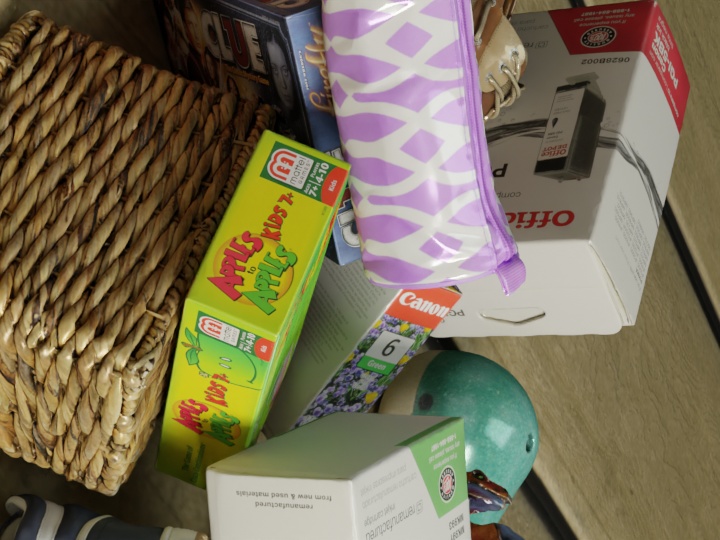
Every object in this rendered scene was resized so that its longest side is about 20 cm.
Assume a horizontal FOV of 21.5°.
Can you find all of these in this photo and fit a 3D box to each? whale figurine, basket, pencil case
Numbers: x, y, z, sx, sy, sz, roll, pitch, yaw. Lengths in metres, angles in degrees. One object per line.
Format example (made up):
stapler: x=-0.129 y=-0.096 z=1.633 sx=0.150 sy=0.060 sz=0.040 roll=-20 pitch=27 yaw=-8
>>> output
whale figurine: x=0.071 y=0.157 z=1.356 sx=0.159 sy=0.103 sz=0.201 roll=41 pitch=53 yaw=-57
basket: x=-0.149 y=-0.005 z=0.959 sx=0.143 sy=0.148 sz=0.201 roll=110 pitch=2 yaw=-51
pencil case: x=0.030 y=-0.089 z=0.912 sx=0.084 sy=0.085 sz=0.201 roll=-41 pitch=127 yaw=-55

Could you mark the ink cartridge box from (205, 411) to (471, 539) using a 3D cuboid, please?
ink cartridge box: x=-0.003 y=0.185 z=0.979 sx=0.145 sy=0.087 sz=0.202 roll=-16 pitch=105 yaw=-63

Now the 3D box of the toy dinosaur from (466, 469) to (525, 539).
toy dinosaur: x=0.087 y=0.168 z=1.093 sx=0.182 sy=0.104 sz=0.201 roll=56 pitch=-20 yaw=33

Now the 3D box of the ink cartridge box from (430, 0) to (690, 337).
ink cartridge box: x=0.110 y=-0.064 z=1.171 sx=0.083 sy=0.146 sz=0.201 roll=59 pitch=39 yaw=-43

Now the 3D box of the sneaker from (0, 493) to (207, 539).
sneaker: x=-0.138 y=0.171 z=0.984 sx=0.200 sy=0.108 sz=0.071 roll=105 pitch=-5 yaw=-64

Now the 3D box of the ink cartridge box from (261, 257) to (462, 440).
ink cartridge box: x=0.000 y=0.000 z=1.087 sx=0.050 sy=0.200 sz=0.109 roll=19 pitch=26 yaw=-45

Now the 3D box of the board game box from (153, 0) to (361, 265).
board game box: x=-0.053 y=-0.095 z=1.031 sx=0.034 sy=0.200 sz=0.136 roll=-21 pitch=114 yaw=-20

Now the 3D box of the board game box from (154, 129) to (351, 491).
board game box: x=-0.058 y=0.028 z=0.962 sx=0.200 sy=0.047 sz=0.102 roll=110 pitch=2 yaw=-60

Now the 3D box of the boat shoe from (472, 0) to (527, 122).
boat shoe: x=0.066 y=-0.127 z=1.139 sx=0.076 sy=0.071 sz=0.201 roll=93 pitch=5 yaw=-62
